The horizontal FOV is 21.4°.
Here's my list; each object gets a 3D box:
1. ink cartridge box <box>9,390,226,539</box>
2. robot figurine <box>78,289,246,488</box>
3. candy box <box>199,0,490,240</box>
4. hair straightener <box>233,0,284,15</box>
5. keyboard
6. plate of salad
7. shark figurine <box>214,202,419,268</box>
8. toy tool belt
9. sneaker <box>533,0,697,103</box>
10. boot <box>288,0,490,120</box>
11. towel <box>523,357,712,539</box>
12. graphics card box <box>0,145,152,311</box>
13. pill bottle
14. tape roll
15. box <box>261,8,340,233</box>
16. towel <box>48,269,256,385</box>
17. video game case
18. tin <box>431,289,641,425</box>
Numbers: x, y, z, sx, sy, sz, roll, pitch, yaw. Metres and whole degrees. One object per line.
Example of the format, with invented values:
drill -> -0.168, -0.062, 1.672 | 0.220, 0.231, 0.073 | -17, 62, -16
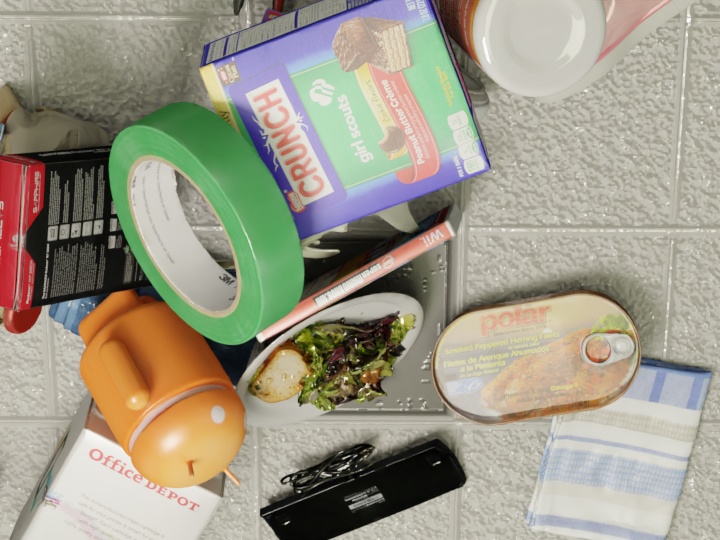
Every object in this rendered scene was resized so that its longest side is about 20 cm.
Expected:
ink cartridge box -> -0.233, 0.225, 1.816 | 0.146, 0.146, 0.201 | 28, 110, -10
robot figurine -> -0.174, 0.110, 1.703 | 0.116, 0.201, 0.144 | -21, 151, -24
candy box -> -0.013, -0.134, 1.577 | 0.198, 0.077, 0.170 | -19, 109, 9
hair straightener -> -0.095, -0.318, 1.653 | 0.076, 0.041, 0.202 | 7, 112, -3
keyboard -> -0.002, 0.206, 1.877 | 0.198, 0.040, 0.104 | -23, 133, 8
plate of salad -> -0.025, 0.091, 1.756 | 0.199, 0.048, 0.201 | -25, 152, -14
shark figurine -> -0.053, -0.056, 1.684 | 0.213, 0.127, 0.091 | -22, 73, 42
toy tool belt -> -0.315, -0.057, 1.716 | 0.122, 0.125, 0.202 | 23, 92, 26
sneaker -> 0.210, -0.241, 1.664 | 0.200, 0.075, 0.105 | -37, 112, 6
boot -> 0.038, -0.210, 1.677 | 0.198, 0.074, 0.096 | 23, 117, -8
towel -> 0.252, 0.177, 1.862 | 0.145, 0.024, 0.202 | 11, 111, -5
graphics card box -> -0.243, -0.041, 1.649 | 0.050, 0.199, 0.127 | 12, 103, 31
pill bottle -> 0.127, -0.223, 1.599 | 0.111, 0.200, 0.113 | -4, 110, -10
tape roll -> -0.129, -0.038, 1.580 | 0.048, 0.200, 0.202 | -31, 114, -30
box -> -0.049, -0.128, 1.687 | 0.136, 0.039, 0.201 | 19, 137, -7
towel -> -0.187, 0.034, 1.792 | 0.198, 0.049, 0.113 | 19, 112, -7
video game case -> 0.000, 0.000, 1.723 | 0.199, 0.143, 0.018 | -29, 95, 9
tin -> 0.166, 0.080, 1.800 | 0.198, 0.042, 0.113 | -9, 103, 9
